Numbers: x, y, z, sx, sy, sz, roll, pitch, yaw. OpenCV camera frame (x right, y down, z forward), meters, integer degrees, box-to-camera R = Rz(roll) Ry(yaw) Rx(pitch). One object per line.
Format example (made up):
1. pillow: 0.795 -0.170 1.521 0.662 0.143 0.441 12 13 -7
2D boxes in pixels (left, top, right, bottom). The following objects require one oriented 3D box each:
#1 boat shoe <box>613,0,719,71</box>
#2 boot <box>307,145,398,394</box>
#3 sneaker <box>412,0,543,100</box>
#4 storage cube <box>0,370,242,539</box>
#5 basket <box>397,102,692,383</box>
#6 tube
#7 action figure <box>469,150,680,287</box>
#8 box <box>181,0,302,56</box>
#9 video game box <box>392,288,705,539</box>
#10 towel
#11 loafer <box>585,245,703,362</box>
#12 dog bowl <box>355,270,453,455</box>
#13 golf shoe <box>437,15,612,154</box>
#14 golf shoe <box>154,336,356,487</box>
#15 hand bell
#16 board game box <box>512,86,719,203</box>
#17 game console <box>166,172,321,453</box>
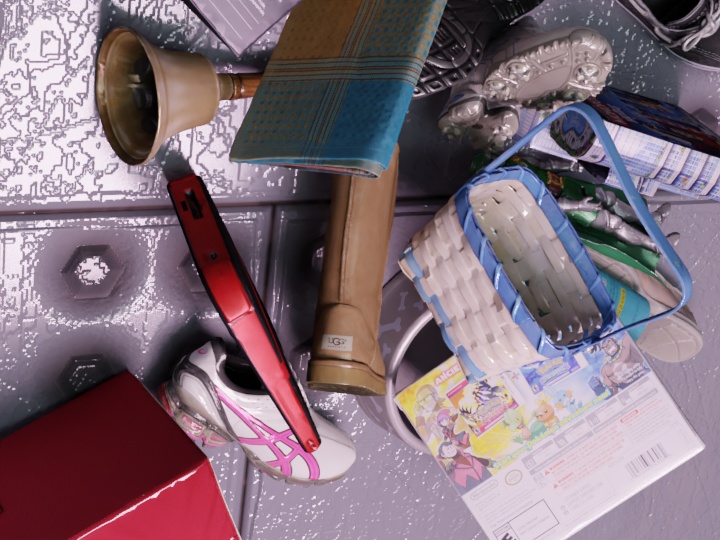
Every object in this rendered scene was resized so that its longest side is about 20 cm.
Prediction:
1. boat shoe: 0.281 -0.225 1.356 0.199 0.068 0.074 34 98 -34
2. boot: 0.000 0.000 1.306 0.066 0.175 0.201 7 82 1
3. sneaker: 0.067 -0.186 1.242 0.200 0.091 0.076 -36 93 -27
4. storage cube: -0.208 0.219 1.283 0.179 0.200 0.172 -29 123 -17
5. basket: 0.142 -0.015 1.241 0.139 0.200 0.177 -23 85 -50
6. tube: 0.165 0.004 1.384 0.199 0.050 0.078 27 67 -24
7. action figure: 0.184 -0.062 1.382 0.199 0.118 0.055 18 126 -19
8. box: -0.075 -0.269 1.092 0.182 0.200 0.104 -42 123 1
9. video game box: 0.159 0.127 1.343 0.200 0.047 0.183 -34 88 8
10. towel: -0.008 -0.162 1.169 0.022 0.146 0.201 39 66 -47
11. loafer: 0.245 0.014 1.474 0.072 0.063 0.200 -31 126 33
12. dog bowl: 0.093 0.081 1.430 0.199 0.059 0.201 -11 119 -20
13. golf shoe: 0.129 -0.169 1.246 0.078 0.200 0.098 23 68 -24
14. golf shoe: -0.073 0.124 1.356 0.199 0.073 0.092 27 118 -33
15. hand bell: -0.094 -0.145 1.229 0.199 0.104 0.105 -11 119 -33
16. board game box: 0.207 -0.114 1.329 0.199 0.200 0.062 15 107 -15
17. game console: -0.093 0.029 1.233 0.031 0.200 0.177 -24 123 -2
